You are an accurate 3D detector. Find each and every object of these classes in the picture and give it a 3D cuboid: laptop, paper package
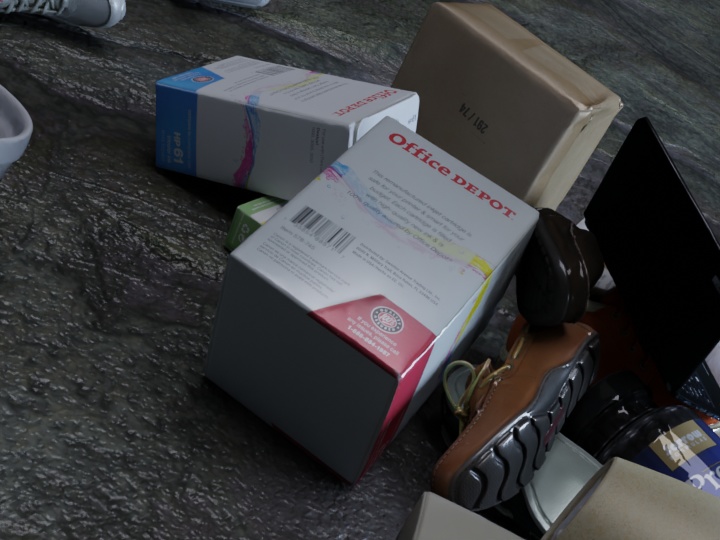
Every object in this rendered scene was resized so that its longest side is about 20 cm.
[{"bbox_3d":[0.258,0.007,0.926,0.199,0.103,0.178,26,37,-47],"label":"laptop"},{"bbox_3d":[0.130,-0.147,1.207,0.200,0.191,0.103,42,31,22],"label":"paper package"}]

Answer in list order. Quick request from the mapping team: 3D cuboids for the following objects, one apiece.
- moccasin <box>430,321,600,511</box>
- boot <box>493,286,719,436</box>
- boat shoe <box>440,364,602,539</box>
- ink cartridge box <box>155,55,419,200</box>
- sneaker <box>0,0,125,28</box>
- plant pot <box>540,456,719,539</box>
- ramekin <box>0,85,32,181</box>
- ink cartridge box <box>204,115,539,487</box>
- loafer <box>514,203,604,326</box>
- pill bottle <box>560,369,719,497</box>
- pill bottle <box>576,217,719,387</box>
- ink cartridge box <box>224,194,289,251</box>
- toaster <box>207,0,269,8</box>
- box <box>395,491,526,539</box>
[{"bbox_3d":[0.101,0.095,0.840,0.077,0.074,0.201,15,43,28],"label":"moccasin"},{"bbox_3d":[0.223,0.074,0.997,0.199,0.108,0.075,21,16,5],"label":"boot"},{"bbox_3d":[0.131,0.157,0.879,0.075,0.061,0.200,-18,52,-25],"label":"boat shoe"},{"bbox_3d":[-0.064,-0.127,1.068,0.199,0.085,0.144,14,24,23],"label":"ink cartridge box"},{"bbox_3d":[-0.334,-0.278,1.172,0.198,0.078,0.100,18,37,2],"label":"sneaker"},{"bbox_3d":[0.202,0.212,0.708,0.200,0.188,0.187,40,33,11],"label":"plant pot"},{"bbox_3d":[-0.339,-0.096,0.814,0.199,0.106,0.200,29,15,-8],"label":"ramekin"},{"bbox_3d":[0.009,0.017,0.861,0.145,0.145,0.200,35,50,14],"label":"ink cartridge box"},{"bbox_3d":[0.159,-0.011,0.925,0.071,0.074,0.200,6,19,-1],"label":"loafer"},{"bbox_3d":[0.239,0.174,0.885,0.111,0.112,0.200,-6,45,-43],"label":"pill bottle"},{"bbox_3d":[0.273,0.042,1.108,0.200,0.115,0.114,40,33,20],"label":"pill bottle"},{"bbox_3d":[0.000,0.000,1.028,0.199,0.048,0.145,36,31,19],"label":"ink cartridge box"},{"bbox_3d":[-0.174,-0.390,1.414,0.128,0.114,0.200,3,36,-38],"label":"toaster"},{"bbox_3d":[0.043,0.229,0.696,0.082,0.069,0.200,27,30,0],"label":"box"}]
